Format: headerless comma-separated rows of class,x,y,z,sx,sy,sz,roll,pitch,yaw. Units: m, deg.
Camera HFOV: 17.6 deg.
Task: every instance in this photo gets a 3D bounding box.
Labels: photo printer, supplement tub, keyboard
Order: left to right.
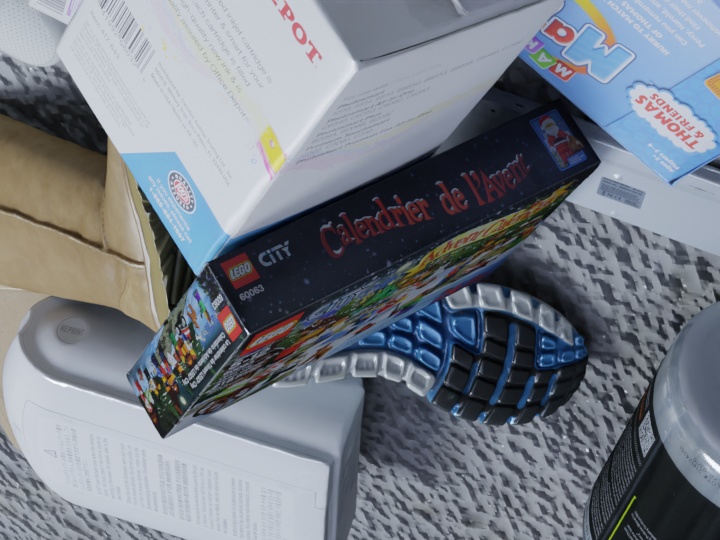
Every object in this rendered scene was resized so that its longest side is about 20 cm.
photo printer,-0.100,0.089,1.282,0.200,0.069,0.166,16,149,8
keyboard,0.126,-0.043,1.105,0.200,0.011,0.056,21,148,7
supplement tub,0.184,0.111,1.161,0.122,0.123,0.200,23,143,2

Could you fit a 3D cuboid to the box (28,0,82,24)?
box,-0.108,-0.183,1.041,0.041,0.039,0.200,25,143,-2

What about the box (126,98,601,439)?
box,0.000,0.000,1.066,0.038,0.200,0.137,59,151,10

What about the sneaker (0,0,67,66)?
sneaker,-0.228,-0.138,1.102,0.200,0.116,0.074,37,140,-19

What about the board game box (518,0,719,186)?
board game box,0.146,-0.128,0.967,0.151,0.037,0.200,39,140,-17

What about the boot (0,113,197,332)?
boot,-0.144,-0.054,1.167,0.200,0.066,0.175,20,117,46

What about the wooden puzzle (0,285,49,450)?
wooden puzzle,-0.153,0.050,1.354,0.185,0.037,0.200,3,142,26

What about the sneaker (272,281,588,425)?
sneaker,0.019,0.026,1.208,0.200,0.087,0.075,11,103,-9

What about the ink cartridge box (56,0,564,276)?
ink cartridge box,-0.017,-0.112,0.967,0.129,0.125,0.200,58,143,12
